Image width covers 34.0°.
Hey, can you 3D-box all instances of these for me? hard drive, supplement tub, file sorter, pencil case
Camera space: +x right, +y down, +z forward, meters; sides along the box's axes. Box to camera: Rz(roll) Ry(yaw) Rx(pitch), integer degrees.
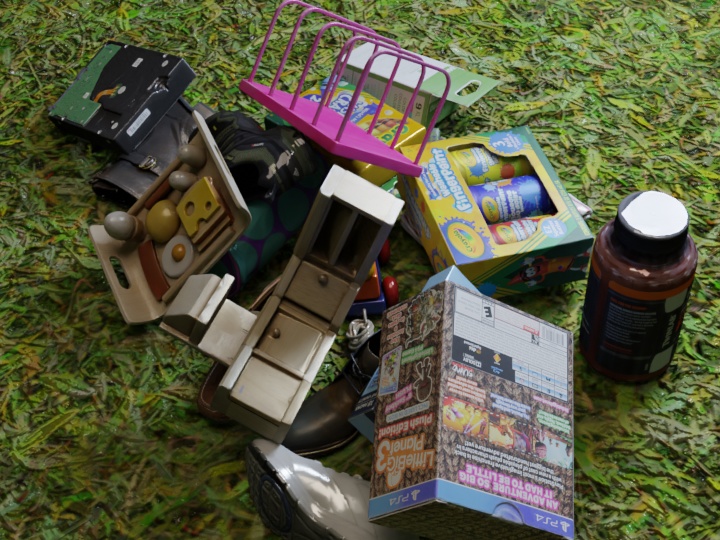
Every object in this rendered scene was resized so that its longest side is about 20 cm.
[{"bbox_3d":[-0.312,-0.225,1.516,0.199,0.038,0.140,22,69,46],"label":"hard drive"},{"bbox_3d":[0.287,0.016,1.212,0.106,0.201,0.108,-1,46,1],"label":"supplement tub"},{"bbox_3d":[-0.014,-0.213,1.338,0.138,0.126,0.200,10,20,-43],"label":"file sorter"},{"bbox_3d":[-0.115,-0.063,1.377,0.092,0.085,0.200,-10,31,50],"label":"pencil case"}]

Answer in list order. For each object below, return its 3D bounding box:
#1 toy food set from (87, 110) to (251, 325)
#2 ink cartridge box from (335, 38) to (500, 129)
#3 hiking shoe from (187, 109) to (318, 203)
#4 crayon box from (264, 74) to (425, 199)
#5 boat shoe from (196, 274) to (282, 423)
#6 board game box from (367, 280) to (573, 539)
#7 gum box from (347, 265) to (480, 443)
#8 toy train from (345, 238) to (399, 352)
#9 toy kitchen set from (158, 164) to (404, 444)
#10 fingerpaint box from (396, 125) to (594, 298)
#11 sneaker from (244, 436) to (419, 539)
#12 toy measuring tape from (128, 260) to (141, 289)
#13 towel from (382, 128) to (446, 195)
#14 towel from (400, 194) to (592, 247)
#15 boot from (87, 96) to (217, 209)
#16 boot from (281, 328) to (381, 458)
[{"bbox_3d":[-0.214,-0.057,1.291,0.060,0.200,0.144,14,39,-51],"label":"toy food set"},{"bbox_3d":[0.072,-0.238,1.553,0.199,0.060,0.104,23,35,23],"label":"ink cartridge box"},{"bbox_3d":[-0.145,-0.124,1.335,0.199,0.076,0.101,12,45,44],"label":"hiking shoe"},{"bbox_3d":[-0.008,-0.161,1.471,0.199,0.052,0.125,35,55,29],"label":"crayon box"},{"bbox_3d":[-0.110,0.073,1.253,0.075,0.072,0.201,21,55,22],"label":"boat shoe"},{"bbox_3d":[0.102,0.136,1.054,0.159,0.097,0.202,22,59,-30],"label":"board game box"},{"bbox_3d":[0.098,0.124,1.152,0.170,0.044,0.201,45,49,-15],"label":"gum box"},{"bbox_3d":[0.000,0.000,1.296,0.084,0.116,0.201,-6,45,-4],"label":"toy train"},{"bbox_3d":[-0.088,0.015,1.135,0.162,0.181,0.201,27,49,0],"label":"toy kitchen set"},{"bbox_3d":[0.149,-0.068,1.352,0.165,0.074,0.201,-11,48,-12],"label":"fingerpaint box"},{"bbox_3d":[-0.031,0.224,1.120,0.200,0.075,0.087,37,45,24],"label":"sneaker"},{"bbox_3d":[-0.210,-0.050,1.396,0.073,0.074,0.201,11,61,12],"label":"toy measuring tape"},{"bbox_3d":[0.002,-0.144,1.504,0.198,0.023,0.144,7,45,9],"label":"towel"},{"bbox_3d":[0.164,-0.067,1.418,0.199,0.030,0.146,-31,53,-26],"label":"towel"},{"bbox_3d":[-0.279,-0.159,1.501,0.199,0.070,0.174,27,60,35],"label":"boot"},{"bbox_3d":[-0.012,0.114,1.196,0.199,0.097,0.075,-26,50,-23],"label":"boot"}]
